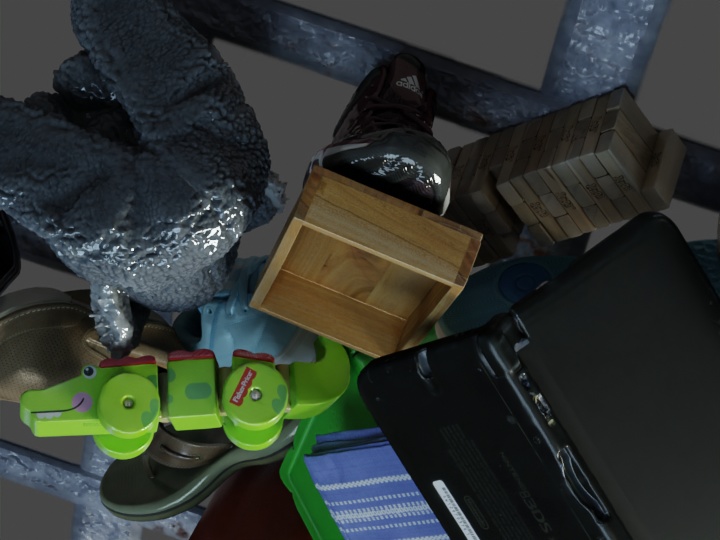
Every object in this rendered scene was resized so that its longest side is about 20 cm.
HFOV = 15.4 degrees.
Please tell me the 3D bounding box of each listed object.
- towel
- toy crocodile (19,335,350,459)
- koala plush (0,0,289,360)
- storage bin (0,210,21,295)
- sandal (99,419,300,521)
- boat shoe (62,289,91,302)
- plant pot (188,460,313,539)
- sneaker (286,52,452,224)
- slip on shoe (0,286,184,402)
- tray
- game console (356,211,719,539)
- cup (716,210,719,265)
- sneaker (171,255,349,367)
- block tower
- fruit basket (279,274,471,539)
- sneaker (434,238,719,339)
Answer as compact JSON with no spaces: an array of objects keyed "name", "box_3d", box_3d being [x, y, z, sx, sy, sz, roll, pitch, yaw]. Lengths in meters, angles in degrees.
[{"name":"towel","box_3d":[0.060,0.176,1.580,0.144,0.024,0.201,-13,112,45]},{"name":"toy crocodile","box_3d":[-0.104,0.073,1.584,0.198,0.062,0.068,-4,163,-4]},{"name":"koala plush","box_3d":[-0.124,-0.037,1.560,0.184,0.177,0.200,39,165,24]},{"name":"storage bin","box_3d":[-0.287,-0.066,1.579,0.093,0.135,0.201,-18,102,9]},{"name":"sandal","box_3d":[-0.101,0.104,1.784,0.200,0.080,0.057,-28,124,31]},{"name":"boat shoe","box_3d":[-0.233,0.053,1.715,0.200,0.074,0.063,-1,119,-35]},{"name":"plant pot","box_3d":[-0.045,0.222,1.790,0.199,0.196,0.202,13,138,12]},{"name":"sneaker","box_3d":[0.015,-0.079,1.497,0.075,0.116,0.200,26,163,-11]},{"name":"slip on shoe","box_3d":[-0.178,0.060,1.647,0.061,0.200,0.076,45,110,28]},{"name":"tray","box_3d":[0.000,0.000,1.493,0.098,0.037,0.200,23,163,-3]},{"name":"game console","box_3d":[0.128,0.093,1.484,0.175,0.116,0.201,-19,108,46]},{"name":"cup","box_3d":[0.294,0.022,1.433,0.199,0.144,0.201,3,126,4]},{"name":"sneaker","box_3d":[-0.064,0.021,1.670,0.082,0.074,0.200,30,144,-13]},{"name":"block tower","box_3d":[0.090,-0.046,1.555,0.199,0.054,0.058,-17,126,35]},{"name":"fruit basket","box_3d":[0.074,0.105,1.686,0.215,0.156,0.216,-23,150,-14]},{"name":"sneaker","box_3d":[0.142,0.054,1.583,0.198,0.080,0.131,-5,140,-5]}]
